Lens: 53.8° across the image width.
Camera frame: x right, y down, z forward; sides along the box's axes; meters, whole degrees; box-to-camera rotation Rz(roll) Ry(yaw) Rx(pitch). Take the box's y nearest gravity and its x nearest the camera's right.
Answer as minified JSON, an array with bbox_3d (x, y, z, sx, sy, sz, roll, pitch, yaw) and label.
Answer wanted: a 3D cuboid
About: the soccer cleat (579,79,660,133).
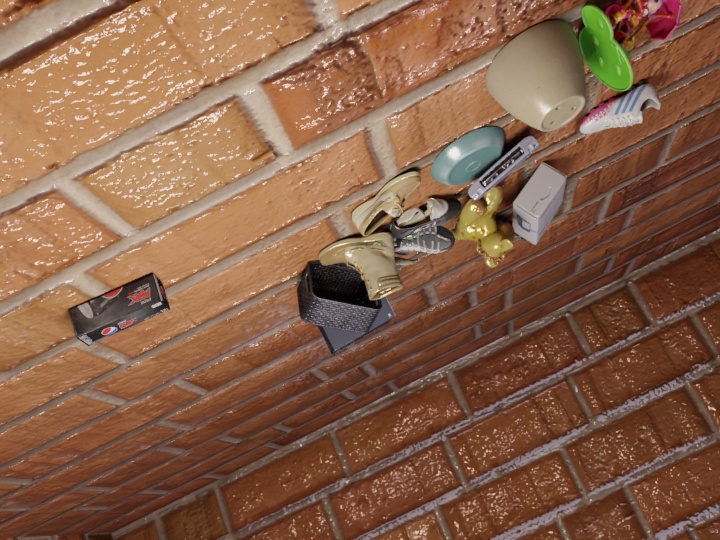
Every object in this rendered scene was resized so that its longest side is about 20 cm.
[{"bbox_3d":[0.637,-0.382,1.738,0.198,0.088,0.070,-32,158,15],"label":"soccer cleat"}]

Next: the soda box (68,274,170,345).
[{"bbox_3d":[-0.518,0.085,1.532,0.196,0.072,0.064,-24,160,-5],"label":"soda box"}]

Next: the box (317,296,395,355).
[{"bbox_3d":[-0.016,0.141,2.013,0.197,0.106,0.182,-29,174,-10],"label":"box"}]

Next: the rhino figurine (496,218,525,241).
[{"bbox_3d":[0.409,-0.121,2.089,0.197,0.087,0.061,0,108,-46],"label":"rhino figurine"}]

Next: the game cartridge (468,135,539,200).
[{"bbox_3d":[0.347,-0.248,1.717,0.199,0.041,0.133,-42,171,16],"label":"game cartridge"}]

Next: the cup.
[{"bbox_3d":[0.365,-0.364,1.400,0.196,0.145,0.201,-22,158,-9],"label":"cup"}]

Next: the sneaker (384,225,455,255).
[{"bbox_3d":[0.154,-0.077,1.880,0.195,0.077,0.115,1,173,10],"label":"sneaker"}]

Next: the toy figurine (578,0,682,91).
[{"bbox_3d":[0.538,-0.489,1.386,0.183,0.151,0.201,-39,133,-1],"label":"toy figurine"}]

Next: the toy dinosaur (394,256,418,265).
[{"bbox_3d":[0.060,-0.010,1.856,0.195,0.090,0.048,11,155,-13],"label":"toy dinosaur"}]

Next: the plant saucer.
[{"bbox_3d":[0.260,-0.258,1.671,0.196,0.036,0.201,-23,158,-10],"label":"plant saucer"}]

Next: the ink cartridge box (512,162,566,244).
[{"bbox_3d":[0.492,-0.182,1.961,0.146,0.087,0.200,-53,161,-7],"label":"ink cartridge box"}]

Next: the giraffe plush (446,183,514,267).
[{"bbox_3d":[0.336,-0.105,1.857,0.200,0.162,0.173,-45,168,1],"label":"giraffe plush"}]

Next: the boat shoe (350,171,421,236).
[{"bbox_3d":[0.068,-0.153,1.652,0.199,0.067,0.073,-37,156,25],"label":"boat shoe"}]

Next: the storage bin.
[{"bbox_3d":[-0.056,0.070,1.830,0.196,0.137,0.095,13,129,-22],"label":"storage bin"}]

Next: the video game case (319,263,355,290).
[{"bbox_3d":[-0.044,0.037,1.985,0.179,0.046,0.199,-34,157,16],"label":"video game case"}]

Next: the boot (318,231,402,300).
[{"bbox_3d":[0.000,0.000,1.782,0.195,0.159,0.073,-12,162,-2],"label":"boot"}]

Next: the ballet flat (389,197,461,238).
[{"bbox_3d":[0.165,-0.139,1.796,0.197,0.069,0.069,-26,150,-1],"label":"ballet flat"}]
